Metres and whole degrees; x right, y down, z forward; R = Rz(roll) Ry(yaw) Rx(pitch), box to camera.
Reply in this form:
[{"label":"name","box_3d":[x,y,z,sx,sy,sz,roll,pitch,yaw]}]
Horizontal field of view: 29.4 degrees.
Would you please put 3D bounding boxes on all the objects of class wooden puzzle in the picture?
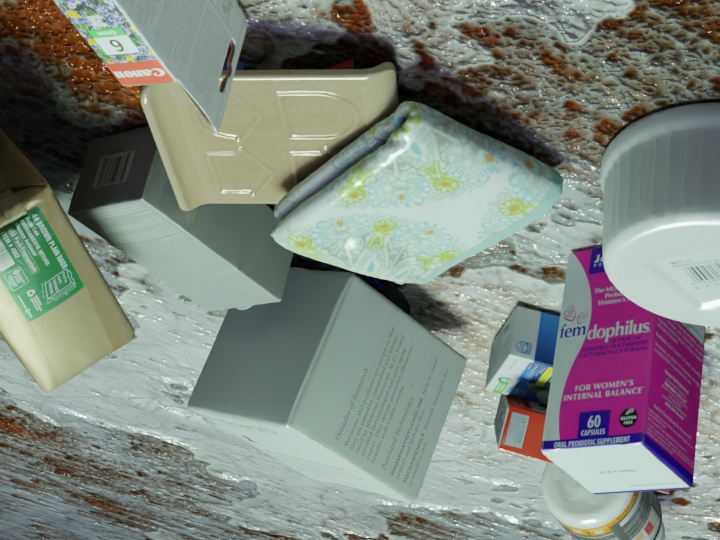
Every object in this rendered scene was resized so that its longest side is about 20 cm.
[{"label":"wooden puzzle","box_3d":[-0.066,-0.116,1.129,0.198,0.047,0.186,-4,151,3]}]

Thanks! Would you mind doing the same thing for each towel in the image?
[{"label":"towel","box_3d":[0.044,-0.055,1.152,0.170,0.048,0.200,18,143,-36]}]

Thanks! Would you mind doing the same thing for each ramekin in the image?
[{"label":"ramekin","box_3d":[0.286,-0.035,1.088,0.199,0.098,0.201,10,153,5]}]

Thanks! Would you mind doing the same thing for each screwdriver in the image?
[{"label":"screwdriver","box_3d":[0.000,0.000,1.345,0.028,0.029,0.200,-3,154,28]}]

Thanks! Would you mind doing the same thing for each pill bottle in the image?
[{"label":"pill bottle","box_3d":[0.304,0.291,1.682,0.116,0.117,0.200,-3,149,27]}]

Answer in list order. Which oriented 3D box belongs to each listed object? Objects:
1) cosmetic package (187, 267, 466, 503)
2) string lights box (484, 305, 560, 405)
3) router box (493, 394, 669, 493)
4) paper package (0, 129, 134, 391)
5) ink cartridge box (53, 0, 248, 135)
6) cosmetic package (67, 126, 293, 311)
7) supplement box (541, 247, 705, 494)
[{"label":"cosmetic package","box_3d":[-0.032,0.114,1.401,0.167,0.167,0.200,4,155,47]},{"label":"string lights box","box_3d":[0.239,0.104,1.413,0.198,0.059,0.103,14,154,-3]},{"label":"router box","box_3d":[0.235,0.178,1.464,0.178,0.049,0.200,14,-179,4]},{"label":"paper package","box_3d":[-0.313,-0.020,1.223,0.190,0.103,0.201,40,160,42]},{"label":"ink cartridge box","box_3d":[-0.151,-0.194,0.959,0.050,0.110,0.200,-1,150,24]},{"label":"cosmetic package","box_3d":[-0.161,-0.044,1.278,0.106,0.091,0.200,-7,150,36]},{"label":"supplement box","box_3d":[0.240,0.085,1.225,0.101,0.201,0.103,-11,144,37]}]
